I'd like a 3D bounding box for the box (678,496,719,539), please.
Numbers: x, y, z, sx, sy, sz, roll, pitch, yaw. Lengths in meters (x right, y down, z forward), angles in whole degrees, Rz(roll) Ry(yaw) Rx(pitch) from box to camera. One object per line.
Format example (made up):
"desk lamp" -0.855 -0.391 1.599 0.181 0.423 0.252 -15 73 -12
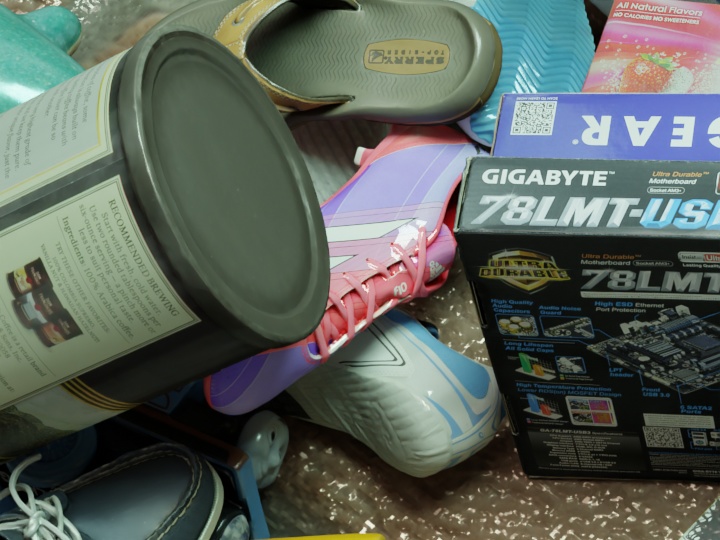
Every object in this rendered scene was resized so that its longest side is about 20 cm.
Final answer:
"box" 0.144 0.178 1.146 0.075 0.050 0.200 33 69 32

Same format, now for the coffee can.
"coffee can" -0.134 -0.003 1.145 0.199 0.146 0.147 -23 48 25

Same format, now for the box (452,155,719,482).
"box" 0.155 0.027 1.160 0.198 0.199 0.050 1 53 16

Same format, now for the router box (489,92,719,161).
"router box" 0.172 -0.008 1.194 0.198 0.180 0.049 2 55 15

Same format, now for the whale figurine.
"whale figurine" -0.194 -0.091 1.403 0.199 0.104 0.160 12 57 22

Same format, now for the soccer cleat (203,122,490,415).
"soccer cleat" 0.000 0.000 1.228 0.076 0.067 0.200 23 50 25

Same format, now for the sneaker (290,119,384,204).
"sneaker" -0.022 -0.106 1.349 0.114 0.072 0.202 1 68 69

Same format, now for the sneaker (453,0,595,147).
"sneaker" 0.071 -0.114 1.340 0.076 0.081 0.201 32 31 -13

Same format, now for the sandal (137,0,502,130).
"sandal" -0.031 -0.101 1.256 0.198 0.055 0.082 2 82 22

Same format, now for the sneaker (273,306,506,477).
"sneaker" -0.010 0.040 1.287 0.199 0.072 0.072 29 40 35

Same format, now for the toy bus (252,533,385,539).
"toy bus" -0.081 0.170 1.193 0.198 0.079 0.065 -5 53 12

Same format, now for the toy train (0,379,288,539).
"toy train" -0.125 0.081 1.271 0.199 0.087 0.114 20 55 27

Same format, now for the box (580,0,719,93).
"box" 0.213 -0.062 1.277 0.198 0.095 0.103 9 56 21

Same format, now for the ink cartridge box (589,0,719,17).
"ink cartridge box" 0.180 -0.222 1.372 0.076 0.136 0.201 -23 36 50

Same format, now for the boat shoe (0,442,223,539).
"boat shoe" -0.151 0.135 1.147 0.199 0.062 0.075 -32 50 -11
